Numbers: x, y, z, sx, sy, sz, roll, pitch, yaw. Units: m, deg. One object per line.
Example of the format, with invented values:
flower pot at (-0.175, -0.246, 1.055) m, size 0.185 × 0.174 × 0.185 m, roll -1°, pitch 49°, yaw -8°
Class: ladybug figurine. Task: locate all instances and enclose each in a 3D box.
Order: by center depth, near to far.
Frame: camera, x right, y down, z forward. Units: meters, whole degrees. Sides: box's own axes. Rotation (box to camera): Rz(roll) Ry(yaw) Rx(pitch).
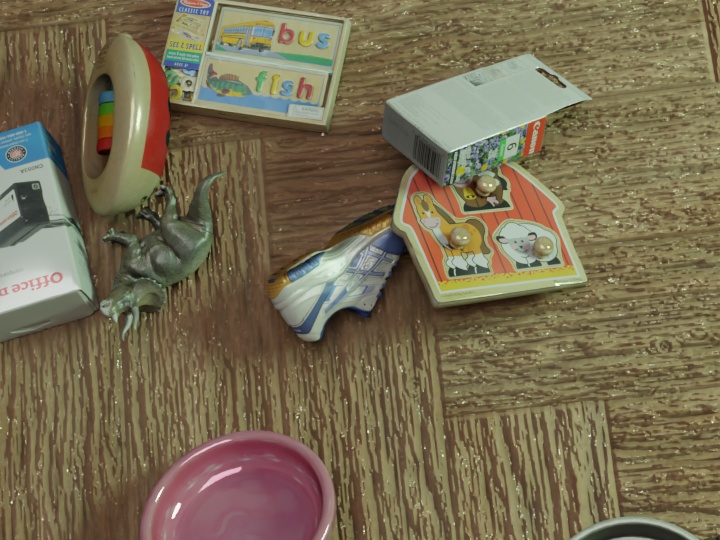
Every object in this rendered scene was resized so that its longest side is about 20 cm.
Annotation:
ladybug figurine at (-0.249, -0.156, 1.790) m, size 0.072 × 0.136 × 0.200 m, roll 6°, pitch 84°, yaw -30°

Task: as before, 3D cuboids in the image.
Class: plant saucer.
plant saucer at (-0.117, 0.253, 1.653) m, size 0.200 × 0.051 × 0.201 m, roll -9°, pitch 48°, yaw 10°

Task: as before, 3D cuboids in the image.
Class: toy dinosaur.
toy dinosaur at (-0.208, -0.023, 1.777) m, size 0.200 × 0.077 × 0.102 m, roll -41°, pitch 85°, yaw -13°

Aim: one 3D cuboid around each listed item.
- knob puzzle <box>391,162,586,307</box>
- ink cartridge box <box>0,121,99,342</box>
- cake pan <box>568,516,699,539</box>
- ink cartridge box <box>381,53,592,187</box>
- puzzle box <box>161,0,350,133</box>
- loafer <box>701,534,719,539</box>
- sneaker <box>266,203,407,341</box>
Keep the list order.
knob puzzle at (0.125, -0.063, 1.723) m, size 0.219 × 0.030 × 0.220 m, roll 9°, pitch 53°, yaw -12°
ink cartridge box at (-0.377, -0.037, 1.780) m, size 0.145 × 0.084 × 0.200 m, roll -17°, pitch 72°, yaw 0°
cake pan at (0.268, 0.342, 1.626) m, size 0.200 × 0.037 × 0.201 m, roll -1°, pitch 73°, yaw 5°
ink cartridge box at (0.134, -0.161, 1.758) m, size 0.200 × 0.050 × 0.109 m, roll -21°, pitch 46°, yaw -30°
puzzle box at (-0.119, -0.230, 1.845) m, size 0.200 × 0.025 × 0.133 m, roll 9°, pitch 73°, yaw 8°
loafer at (0.319, 0.349, 1.570) m, size 0.071 × 0.073 × 0.200 m, roll 0°, pitch 68°, yaw 16°
sneaker at (0.000, 0.000, 1.750) m, size 0.200 × 0.075 × 0.088 m, roll -31°, pitch 102°, yaw -12°
